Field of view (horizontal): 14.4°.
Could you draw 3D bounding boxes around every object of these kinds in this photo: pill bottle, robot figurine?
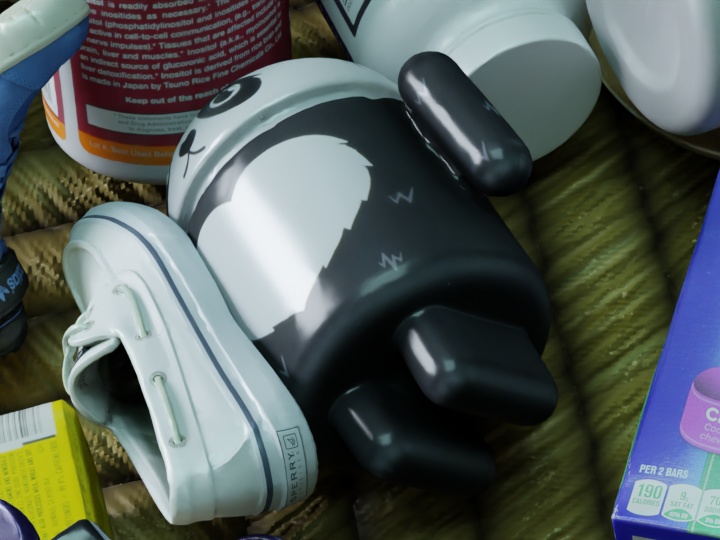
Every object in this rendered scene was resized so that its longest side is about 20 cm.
[{"bbox_3d":[0.033,-0.140,1.276,0.112,0.112,0.200,-22,52,-7],"label":"pill bottle"},{"bbox_3d":[-0.002,0.001,1.164,0.150,0.125,0.200,-26,53,-9],"label":"robot figurine"},{"bbox_3d":[-0.089,-0.146,1.227,0.113,0.200,0.113,-1,40,1],"label":"pill bottle"},{"bbox_3d":[0.204,-0.137,1.197,0.200,0.113,0.113,-19,51,-17],"label":"pill bottle"}]

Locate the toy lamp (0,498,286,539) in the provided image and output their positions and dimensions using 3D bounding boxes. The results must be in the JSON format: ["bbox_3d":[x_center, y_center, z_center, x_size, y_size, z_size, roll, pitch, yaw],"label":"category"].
[{"bbox_3d":[-0.074,0.120,1.051,0.058,0.200,0.058,-10,73,38],"label":"toy lamp"}]

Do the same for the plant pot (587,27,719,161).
[{"bbox_3d":[0.199,-0.117,1.281,0.200,0.027,0.200,-6,51,7],"label":"plant pot"}]

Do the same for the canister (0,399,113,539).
[{"bbox_3d":[-0.195,0.139,1.120,0.200,0.087,0.149,-15,51,-2],"label":"canister"}]

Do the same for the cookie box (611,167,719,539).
[{"bbox_3d":[0.207,0.049,1.118,0.171,0.075,0.200,9,54,18],"label":"cookie box"}]

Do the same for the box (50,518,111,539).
[{"bbox_3d":[-0.074,0.209,0.968,0.104,0.200,0.148,-35,55,-16],"label":"box"}]

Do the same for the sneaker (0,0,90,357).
[{"bbox_3d":[-0.162,-0.026,1.200,0.200,0.111,0.077,-40,8,19],"label":"sneaker"}]

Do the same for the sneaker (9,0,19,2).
[{"bbox_3d":[-0.192,-0.174,1.323,0.200,0.080,0.076,12,87,-17],"label":"sneaker"}]

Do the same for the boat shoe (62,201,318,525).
[{"bbox_3d":[-0.088,0.033,1.142,0.067,0.074,0.200,-15,31,-23],"label":"boat shoe"}]
